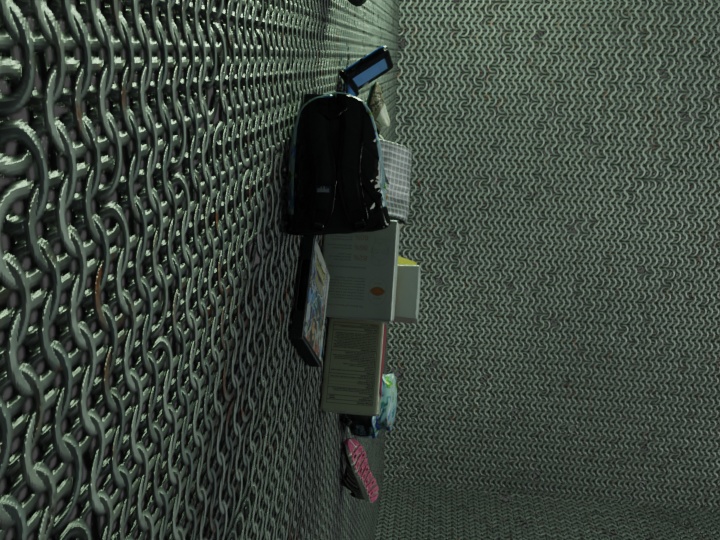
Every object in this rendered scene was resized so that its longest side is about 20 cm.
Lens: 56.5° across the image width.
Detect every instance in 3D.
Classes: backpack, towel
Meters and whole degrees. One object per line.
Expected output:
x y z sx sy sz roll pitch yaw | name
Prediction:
-0.039 -0.164 1.015 0.154 0.160 0.203 -97 -178 -76 | backpack
0.028 0.374 1.866 0.201 0.144 0.186 87 10 -63 | backpack
0.024 -0.189 1.390 0.198 0.085 0.169 8 85 -44 | towel

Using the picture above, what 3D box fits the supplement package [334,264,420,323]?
0.034 0.051 1.504 0.117 0.197 0.119 63 32 -78 | supplement package

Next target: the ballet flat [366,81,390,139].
0.022 -0.312 1.485 0.068 0.074 0.202 -68 -176 -64 | ballet flat

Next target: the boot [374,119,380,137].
-0.005 -0.180 1.191 0.204 0.072 0.156 30 66 -84 | boot

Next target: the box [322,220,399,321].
0.000 0.000 1.382 0.106 0.150 0.204 35 59 -83 | box

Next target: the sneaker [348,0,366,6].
-0.028 -0.589 1.265 0.201 0.073 0.085 74 24 -46 | sneaker

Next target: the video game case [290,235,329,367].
-0.086 0.059 1.191 0.200 0.025 0.184 78 17 -69 | video game case

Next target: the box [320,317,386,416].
-0.012 0.216 1.488 0.109 0.126 0.203 71 23 -76 | box

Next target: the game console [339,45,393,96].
0.018 -0.399 1.527 0.119 0.169 0.200 60 8 -2 | game console

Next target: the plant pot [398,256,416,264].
0.090 0.045 2.138 0.200 0.173 0.204 -50 143 -81 | plant pot

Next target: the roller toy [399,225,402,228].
0.035 -0.186 1.681 0.183 0.137 0.203 64 30 -55 | roller toy

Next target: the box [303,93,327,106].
-0.064 -0.201 1.174 0.200 0.045 0.162 15 78 -84 | box

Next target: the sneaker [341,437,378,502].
-0.021 0.563 1.879 0.074 0.086 0.202 -46 120 -54 | sneaker
